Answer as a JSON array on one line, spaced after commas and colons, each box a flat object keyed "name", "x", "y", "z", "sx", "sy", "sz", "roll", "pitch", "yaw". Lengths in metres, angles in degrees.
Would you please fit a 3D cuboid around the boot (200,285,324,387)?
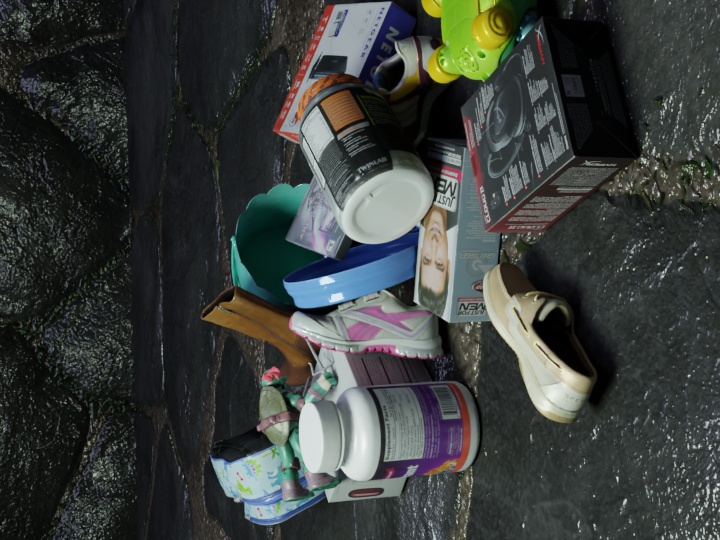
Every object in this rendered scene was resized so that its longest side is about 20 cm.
[{"name": "boot", "x": -0.135, "y": 0.099, "z": 1.556, "sx": 0.188, "sy": 0.199, "sz": 0.069, "roll": -33, "pitch": 44, "yaw": 55}]

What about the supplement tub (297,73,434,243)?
[{"name": "supplement tub", "x": -0.001, "y": -0.139, "z": 1.306, "sx": 0.123, "sy": 0.122, "sz": 0.201, "roll": 110, "pitch": 146, "yaw": -41}]

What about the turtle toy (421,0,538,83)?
[{"name": "turtle toy", "x": 0.137, "y": -0.294, "z": 1.160, "sx": 0.146, "sy": 0.100, "sz": 0.202, "roll": 158, "pitch": 110, "yaw": -67}]

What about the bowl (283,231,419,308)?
[{"name": "bowl", "x": 0.000, "y": 0.000, "z": 1.391, "sx": 0.200, "sy": 0.199, "sz": 0.040, "roll": 1, "pitch": 111, "yaw": 67}]

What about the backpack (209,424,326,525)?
[{"name": "backpack", "x": -0.126, "y": 0.312, "z": 1.729, "sx": 0.148, "sy": 0.182, "sz": 0.200, "roll": 65, "pitch": 160, "yaw": -2}]

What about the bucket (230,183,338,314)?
[{"name": "bucket", "x": -0.095, "y": -0.012, "z": 1.619, "sx": 0.135, "sy": 0.205, "sz": 0.209, "roll": 118, "pitch": 145, "yaw": -63}]

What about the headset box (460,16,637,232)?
[{"name": "headset box", "x": 0.178, "y": -0.136, "z": 1.099, "sx": 0.200, "sy": 0.077, "sz": 0.150, "roll": 132, "pitch": 133, "yaw": -60}]

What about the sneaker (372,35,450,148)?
[{"name": "sneaker", "x": 0.048, "y": -0.223, "z": 1.393, "sx": 0.201, "sy": 0.089, "sz": 0.075, "roll": 117, "pitch": 145, "yaw": -47}]

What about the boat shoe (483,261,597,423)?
[{"name": "boat shoe", "x": 0.187, "y": 0.058, "z": 1.106, "sx": 0.069, "sy": 0.073, "sz": 0.201, "roll": -57, "pitch": 39, "yaw": 34}]

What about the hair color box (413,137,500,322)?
[{"name": "hair color box", "x": 0.116, "y": -0.049, "z": 1.276, "sx": 0.099, "sy": 0.060, "sz": 0.202, "roll": -150, "pitch": 61, "yaw": -64}]

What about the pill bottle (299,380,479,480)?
[{"name": "pill bottle", "x": 0.032, "y": 0.193, "z": 1.304, "sx": 0.111, "sy": 0.198, "sz": 0.113, "roll": 179, "pitch": 90, "yaw": -68}]

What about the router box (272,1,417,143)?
[{"name": "router box", "x": -0.025, "y": -0.268, "z": 1.499, "sx": 0.179, "sy": 0.049, "sz": 0.201, "roll": 18, "pitch": 84, "yaw": 58}]

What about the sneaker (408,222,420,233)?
[{"name": "sneaker", "x": 0.047, "y": -0.089, "z": 1.428, "sx": 0.200, "sy": 0.073, "sz": 0.083, "roll": 179, "pitch": 88, "yaw": -69}]

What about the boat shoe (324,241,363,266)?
[{"name": "boat shoe", "x": -0.025, "y": -0.073, "z": 1.549, "sx": 0.072, "sy": 0.072, "sz": 0.202, "roll": 9, "pitch": 78, "yaw": 31}]

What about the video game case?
[{"name": "video game case", "x": -0.036, "y": -0.092, "z": 1.464, "sx": 0.144, "sy": 0.019, "sz": 0.200, "roll": -66, "pitch": 24, "yaw": -2}]

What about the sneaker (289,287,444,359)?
[{"name": "sneaker", "x": 0.009, "y": 0.062, "z": 1.378, "sx": 0.081, "sy": 0.198, "sz": 0.089, "roll": 152, "pitch": 123, "yaw": -83}]

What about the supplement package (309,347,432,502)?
[{"name": "supplement package", "x": 0.007, "y": 0.188, "z": 1.482, "sx": 0.156, "sy": 0.110, "sz": 0.201, "roll": -115, "pitch": 32, "yaw": -46}]

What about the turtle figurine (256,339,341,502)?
[{"name": "turtle figurine", "x": -0.089, "y": 0.201, "z": 1.458, "sx": 0.150, "sy": 0.100, "sz": 0.202, "roll": 134, "pitch": 126, "yaw": -60}]
